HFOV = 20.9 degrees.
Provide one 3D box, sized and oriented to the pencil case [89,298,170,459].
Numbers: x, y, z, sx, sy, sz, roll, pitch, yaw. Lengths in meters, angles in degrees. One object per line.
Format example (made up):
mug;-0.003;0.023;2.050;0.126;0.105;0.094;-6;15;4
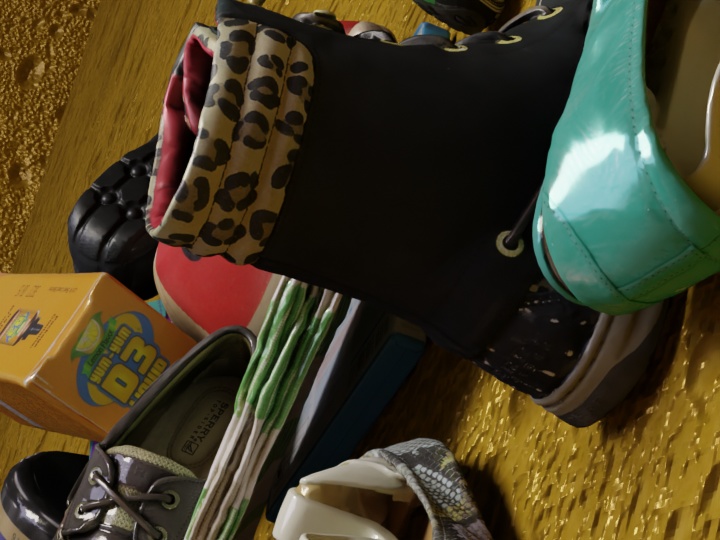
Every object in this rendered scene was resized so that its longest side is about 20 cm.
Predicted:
pencil case;-0.103;0.083;1.033;0.200;0.085;0.093;-110;31;-68

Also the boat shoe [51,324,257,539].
boat shoe;-0.096;0.100;0.844;0.200;0.073;0.065;-64;-17;-45

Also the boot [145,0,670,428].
boot;0.024;-0.064;0.606;0.073;0.153;0.204;130;155;-53

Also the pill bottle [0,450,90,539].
pill bottle;-0.173;0.210;1.067;0.112;0.112;0.200;-110;43;-69

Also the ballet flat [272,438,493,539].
ballet flat;0.007;0.093;0.635;0.200;0.072;0.072;-131;62;-74

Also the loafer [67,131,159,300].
loafer;-0.076;-0.054;1.035;0.201;0.068;0.070;-42;-27;-29

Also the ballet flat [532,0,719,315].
ballet flat;0.100;-0.080;0.560;0.070;0.067;0.200;-15;52;43

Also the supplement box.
supplement box;-0.153;0.043;0.989;0.067;0.069;0.200;-57;18;-14

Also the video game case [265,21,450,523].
video game case;0.000;0.000;0.895;0.143;0.018;0.200;123;161;-44

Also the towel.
towel;-0.035;0.068;0.779;0.153;0.023;0.200;-48;-21;-77

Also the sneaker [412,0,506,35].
sneaker;0.048;-0.198;0.865;0.085;0.078;0.200;-17;61;36

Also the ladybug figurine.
ladybug figurine;-0.043;-0.040;0.925;0.136;0.072;0.200;-91;25;-56
